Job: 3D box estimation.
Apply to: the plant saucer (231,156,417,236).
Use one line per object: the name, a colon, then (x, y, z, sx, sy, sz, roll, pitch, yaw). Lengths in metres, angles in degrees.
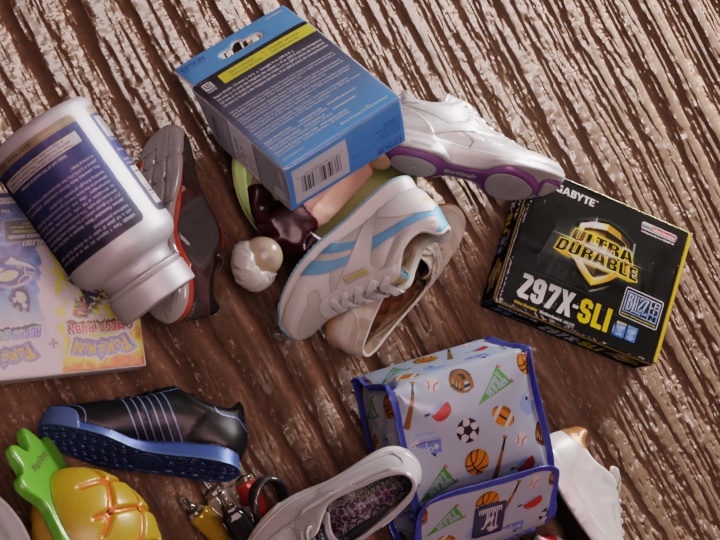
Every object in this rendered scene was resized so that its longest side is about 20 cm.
plant saucer: (-0.039, -0.102, 1.641, 0.200, 0.031, 0.200, 3, 81, -18)

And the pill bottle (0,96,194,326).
pill bottle: (-0.245, -0.052, 1.475, 0.111, 0.111, 0.200, -36, 91, -20)

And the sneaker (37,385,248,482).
sneaker: (-0.208, 0.149, 1.532, 0.200, 0.070, 0.078, 13, 54, -10)

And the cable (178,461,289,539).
cable: (-0.094, 0.281, 1.564, 0.097, 0.050, 0.200, -31, 102, -18)

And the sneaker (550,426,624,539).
sneaker: (0.255, 0.256, 1.659, 0.085, 0.073, 0.200, -28, 92, -22)

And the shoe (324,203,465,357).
shoe: (0.047, 0.012, 1.628, 0.200, 0.053, 0.070, -48, 126, -15)

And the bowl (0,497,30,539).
bowl: (-0.397, 0.284, 1.429, 0.201, 0.090, 0.201, 3, 80, -18)

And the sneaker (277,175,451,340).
sneaker: (0.000, 0.000, 1.564, 0.200, 0.077, 0.081, -46, 66, 4)

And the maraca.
maraca: (-0.257, 0.232, 1.463, 0.107, 0.137, 0.200, -36, 101, 7)

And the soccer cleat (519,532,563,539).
soccer cleat: (0.165, 0.363, 1.616, 0.085, 0.069, 0.200, 36, 68, -6)

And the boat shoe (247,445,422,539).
boat shoe: (-0.027, 0.241, 1.497, 0.200, 0.069, 0.072, -28, 98, 5)

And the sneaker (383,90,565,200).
sneaker: (0.122, -0.135, 1.643, 0.200, 0.075, 0.100, 15, 61, -13)

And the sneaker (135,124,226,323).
sneaker: (-0.176, -0.044, 1.578, 0.082, 0.077, 0.200, 6, 79, -45)

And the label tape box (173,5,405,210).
label tape box: (-0.072, -0.166, 1.577, 0.143, 0.066, 0.200, -33, 51, -19)

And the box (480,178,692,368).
box: (0.245, -0.002, 1.711, 0.200, 0.049, 0.160, 23, 77, -14)

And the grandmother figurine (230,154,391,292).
grandmother figurine: (-0.062, -0.061, 1.582, 0.121, 0.061, 0.200, 38, 69, 0)

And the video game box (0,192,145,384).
video game box: (-0.316, 0.015, 1.523, 0.200, 0.047, 0.182, -5, 85, -19)

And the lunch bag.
lunch bag: (0.103, 0.187, 1.598, 0.170, 0.124, 0.200, -14, 100, -19)
